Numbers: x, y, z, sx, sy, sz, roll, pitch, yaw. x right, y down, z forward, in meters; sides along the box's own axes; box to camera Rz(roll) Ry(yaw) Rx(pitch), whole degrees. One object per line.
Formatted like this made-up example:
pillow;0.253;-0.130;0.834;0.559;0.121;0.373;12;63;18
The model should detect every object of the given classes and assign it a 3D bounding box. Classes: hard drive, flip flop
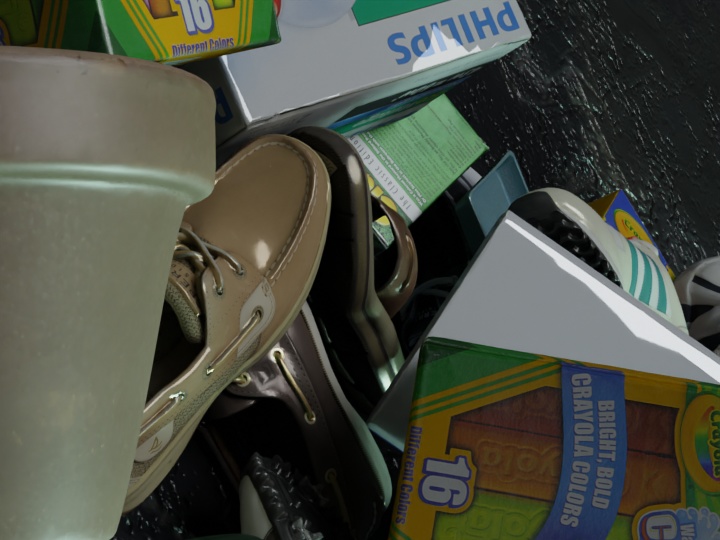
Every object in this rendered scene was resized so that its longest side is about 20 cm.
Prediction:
hard drive;0.120;0.080;0.953;0.200;0.025;0.132;35;76;-3
flip flop;0.000;0.000;0.949;0.058;0.081;0.200;-40;138;-21

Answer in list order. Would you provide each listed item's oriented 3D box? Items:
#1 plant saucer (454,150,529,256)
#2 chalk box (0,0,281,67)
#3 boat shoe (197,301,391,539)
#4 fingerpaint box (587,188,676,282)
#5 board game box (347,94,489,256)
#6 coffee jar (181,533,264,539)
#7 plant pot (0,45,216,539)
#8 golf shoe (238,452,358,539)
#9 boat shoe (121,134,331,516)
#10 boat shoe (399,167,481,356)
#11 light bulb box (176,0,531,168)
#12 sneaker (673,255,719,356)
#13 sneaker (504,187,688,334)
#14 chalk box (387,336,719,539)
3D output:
plant saucer;0.103;0.035;1.072;0.070;0.019;0.200;-46;118;-55
chalk box;-0.134;-0.176;0.794;0.124;0.125;0.200;-22;100;-56
boat shoe;-0.053;0.057;0.902;0.200;0.072;0.060;61;29;-17
fingerpaint box;0.170;0.074;1.205;0.200;0.073;0.167;57;33;-12
board game box;-0.023;-0.114;1.048;0.200;0.023;0.105;51;53;-6
coffee jar;-0.109;0.160;0.733;0.200;0.085;0.104;7;70;-54
plant pot;-0.151;0.017;0.701;0.200;0.200;0.175;5;82;-54
golf shoe;-0.029;0.180;0.834;0.078;0.094;0.200;25;37;-59
boat shoe;-0.074;0.016;0.820;0.200;0.071;0.065;-60;167;-21
boat shoe;0.053;0.028;1.079;0.068;0.072;0.200;4;73;-56
light bulb box;-0.052;-0.163;0.952;0.198;0.125;0.200;-22;87;-38
sneaker;0.252;0.041;1.154;0.080;0.130;0.199;57;34;-13
sneaker;0.131;0.007;1.055;0.200;0.070;0.093;50;32;-39
chalk box;0.121;0.106;0.848;0.124;0.200;0.125;21;77;-81
